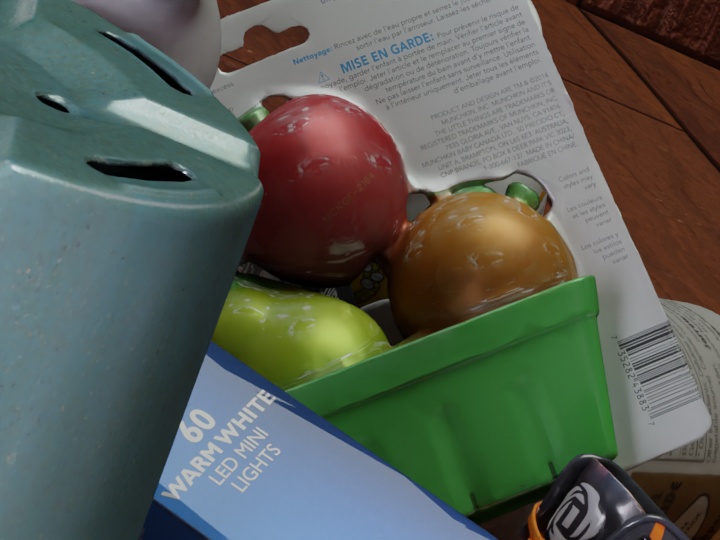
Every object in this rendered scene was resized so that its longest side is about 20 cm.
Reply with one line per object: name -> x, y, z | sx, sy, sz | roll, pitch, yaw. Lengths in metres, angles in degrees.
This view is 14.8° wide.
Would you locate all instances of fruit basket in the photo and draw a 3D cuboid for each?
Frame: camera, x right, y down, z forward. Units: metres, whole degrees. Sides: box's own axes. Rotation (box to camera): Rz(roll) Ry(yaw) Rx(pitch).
fruit basket -> 0.000, 0.000, 0.958 | 0.094, 0.185, 0.201 | 103, -36, -71

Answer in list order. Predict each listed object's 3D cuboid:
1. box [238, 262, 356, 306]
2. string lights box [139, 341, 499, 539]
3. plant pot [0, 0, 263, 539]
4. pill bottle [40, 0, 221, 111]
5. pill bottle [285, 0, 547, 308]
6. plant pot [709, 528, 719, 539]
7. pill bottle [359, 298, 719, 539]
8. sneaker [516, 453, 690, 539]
box -> -0.095, -0.019, 1.087 | 0.200, 0.050, 0.158 | 30, -16, 16
string lights box -> -0.027, 0.093, 0.777 | 0.200, 0.103, 0.059 | 34, 51, 13
plant pot -> -0.128, 0.031, 0.658 | 0.200, 0.197, 0.200 | 23, 17, -8
pill bottle -> -0.116, -0.052, 0.781 | 0.112, 0.200, 0.113 | 31, 33, -23
pill bottle -> 0.020, -0.033, 1.143 | 0.112, 0.200, 0.113 | 3, 52, -4
plant pot -> 0.220, 0.129, 1.062 | 0.199, 0.140, 0.200 | 23, 13, -6
pill bottle -> 0.072, 0.062, 1.095 | 0.114, 0.115, 0.200 | 35, 17, 35
sneaker -> 0.035, 0.103, 0.879 | 0.199, 0.112, 0.078 | 18, 15, -24
